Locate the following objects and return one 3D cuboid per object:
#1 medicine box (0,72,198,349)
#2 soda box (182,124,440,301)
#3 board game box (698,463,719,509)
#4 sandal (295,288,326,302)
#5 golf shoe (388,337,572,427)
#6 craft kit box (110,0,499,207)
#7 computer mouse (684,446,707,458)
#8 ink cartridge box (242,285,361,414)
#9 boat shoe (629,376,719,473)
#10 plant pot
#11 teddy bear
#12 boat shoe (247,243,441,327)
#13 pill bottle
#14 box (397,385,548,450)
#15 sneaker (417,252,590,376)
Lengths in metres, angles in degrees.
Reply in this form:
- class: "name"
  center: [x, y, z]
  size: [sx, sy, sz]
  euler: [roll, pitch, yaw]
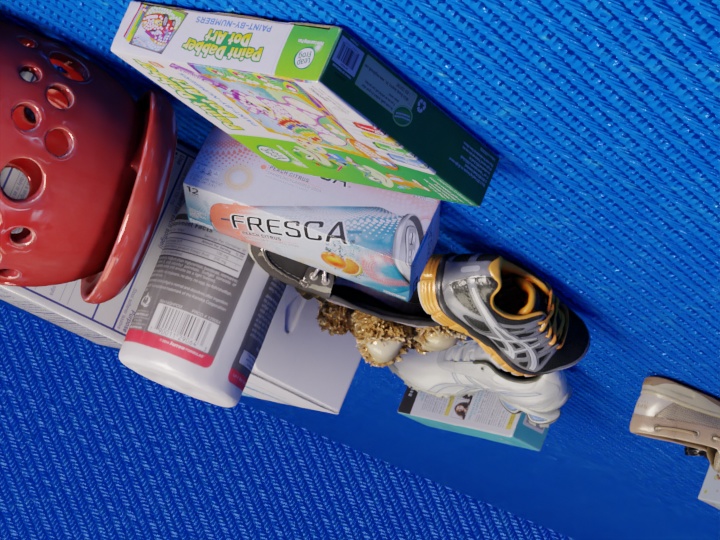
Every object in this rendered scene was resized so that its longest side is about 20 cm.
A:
- class: "medicine box"
  center: [-0.255, -0.051, 1.717]
  size: [0.200, 0.182, 0.103]
  euler: [28, 169, -27]
- class: "soda box"
  center: [-0.039, -0.048, 1.579]
  size: [0.200, 0.068, 0.064]
  euler: [19, 152, 11]
- class: "board game box"
  center: [0.485, 0.258, 2.102]
  size: [0.147, 0.064, 0.200]
  euler: [32, 164, -38]
- class: "sandal"
  center: [-0.026, -0.016, 1.783]
  size: [0.055, 0.082, 0.200]
  euler: [51, 168, -9]
- class: "golf shoe"
  center: [0.120, 0.089, 2.028]
  size: [0.200, 0.078, 0.097]
  euler: [13, 151, 15]
- class: "craft kit box"
  center: [-0.037, -0.114, 1.351]
  size: [0.197, 0.049, 0.200]
  euler: [16, 168, 41]
- class: "computer mouse"
  center: [0.375, 0.180, 2.042]
  size: [0.059, 0.034, 0.200]
  euler: [6, 176, -5]
- class: "ink cartridge box"
  center: [-0.100, 0.043, 1.978]
  size: [0.146, 0.147, 0.200]
  euler: [29, 168, -30]
- class: "boat shoe"
  center: [0.356, 0.166, 1.893]
  size: [0.200, 0.065, 0.071]
  euler: [22, 170, 3]
- class: "plant pot"
  center: [-0.248, -0.080, 1.543]
  size: [0.182, 0.201, 0.200]
  euler: [17, 171, -14]
- class: "teddy bear"
  center: [0.027, 0.035, 1.810]
  size: [0.145, 0.067, 0.200]
  euler: [-9, -165, 5]
- class: "boat shoe"
  center: [0.000, 0.000, 1.653]
  size: [0.200, 0.067, 0.057]
  euler: [20, -174, -34]
- class: "pill bottle"
  center: [-0.119, 0.006, 1.677]
  size: [0.111, 0.200, 0.111]
  euler: [21, 169, 4]
- class: "box"
  center: [0.131, 0.140, 2.175]
  size: [0.049, 0.082, 0.200]
  euler: [28, 168, -35]
- class: "sneaker"
  center: [0.137, 0.037, 1.680]
  size: [0.077, 0.078, 0.200]
  euler: [-13, 154, 41]
